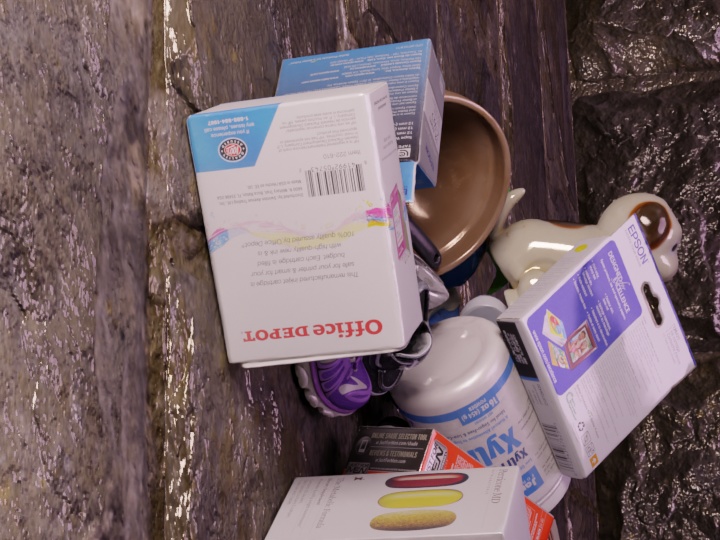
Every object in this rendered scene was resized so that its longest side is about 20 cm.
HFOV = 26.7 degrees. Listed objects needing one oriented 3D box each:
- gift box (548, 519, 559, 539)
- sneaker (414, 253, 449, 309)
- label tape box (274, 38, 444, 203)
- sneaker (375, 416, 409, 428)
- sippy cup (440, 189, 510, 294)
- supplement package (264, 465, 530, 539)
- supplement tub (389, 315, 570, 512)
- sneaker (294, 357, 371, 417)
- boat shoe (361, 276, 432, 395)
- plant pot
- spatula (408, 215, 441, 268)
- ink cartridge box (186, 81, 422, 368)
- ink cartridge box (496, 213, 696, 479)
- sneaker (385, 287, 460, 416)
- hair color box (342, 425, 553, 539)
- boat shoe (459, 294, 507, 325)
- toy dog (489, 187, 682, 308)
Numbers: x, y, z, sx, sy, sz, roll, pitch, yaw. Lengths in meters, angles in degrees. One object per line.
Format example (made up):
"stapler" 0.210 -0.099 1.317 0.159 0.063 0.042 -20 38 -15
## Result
"gift box" 0.141 0.384 1.669 0.200 0.184 0.187 11 65 -71
"sneaker" 0.000 0.000 1.454 0.200 0.099 0.078 44 1 -36
"label tape box" -0.007 -0.109 1.331 0.066 0.143 0.200 68 22 -47
"sneaker" 0.050 0.237 1.569 0.100 0.069 0.200 -73 154 -60
"sippy cup" 0.094 -0.050 1.709 0.130 0.177 0.140 -70 173 -51
"supplement package" 0.037 0.240 1.263 0.114 0.200 0.110 -62 144 -65
"supplement tub" 0.125 0.158 1.569 0.200 0.132 0.132 59 27 -30
"sneaker" -0.019 0.058 1.347 0.200 0.083 0.081 71 21 -45
"boat shoe" 0.034 0.063 1.420 0.072 0.068 0.200 -40 153 -31
"plant pot" 0.045 -0.095 1.535 0.093 0.201 0.201 41 -29 54
"spatula" 0.030 -0.067 1.468 0.200 0.021 0.057 52 58 -41
"ink cartridge box" -0.040 -0.035 1.179 0.085 0.144 0.200 -45 128 -73
"ink cartridge box" 0.245 0.075 1.560 0.200 0.047 0.198 -40 115 -33
"sneaker" 0.072 0.095 1.689 0.200 0.077 0.111 -57 139 -68
"hair color box" 0.086 0.219 1.454 0.200 0.101 0.061 39 62 -36
"boat shoe" 0.154 0.090 1.701 0.086 0.074 0.202 -79 156 -49
"toy dog" 0.253 -0.014 1.654 0.140 0.200 0.194 18 52 -77
